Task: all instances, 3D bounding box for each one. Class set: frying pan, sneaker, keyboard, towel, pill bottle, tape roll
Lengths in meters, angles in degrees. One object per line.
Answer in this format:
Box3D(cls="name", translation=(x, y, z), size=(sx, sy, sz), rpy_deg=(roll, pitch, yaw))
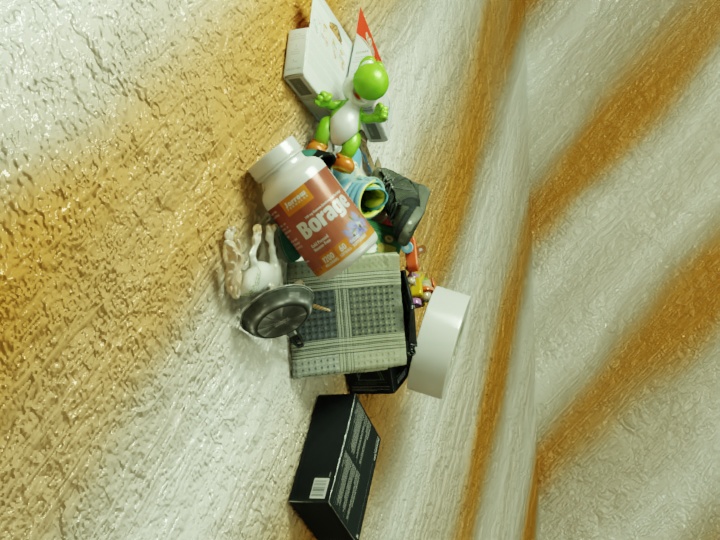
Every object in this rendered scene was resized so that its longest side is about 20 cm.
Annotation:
Box3D(cls="frying pan", translation=(-0.122, 0.084, 1.226), size=(0.191, 0.114, 0.031), rpy_deg=(104, -34, -51))
Box3D(cls="sneaker", translation=(-0.084, -0.108, 1.334), size=(0.071, 0.079, 0.202), rpy_deg=(48, 44, -57))
Box3D(cls="keyboard", translation=(0.082, 0.085, 1.474), size=(0.200, 0.020, 0.129), rpy_deg=(-92, 177, -73))
Box3D(cls="towel", translation=(-0.021, 0.072, 1.366), size=(0.035, 0.198, 0.195), rpy_deg=(178, -92, -74))
Box3D(cls="pill bottle", translation=(-0.074, -0.094, 1.246), size=(0.201, 0.112, 0.112), rpy_deg=(52, 30, -7))
Box3D(cls="sneaker", translation=(0.058, -0.115, 1.482), size=(0.200, 0.113, 0.077), rpy_deg=(-73, -171, -58))
Box3D(cls="tape roll", translation=(0.148, 0.136, 1.575), size=(0.202, 0.070, 0.205), rpy_deg=(16, 90, -80))
Box3D(cls="sneaker", translation=(0.000, -0.153, 1.476), size=(0.080, 0.129, 0.201), rpy_deg=(55, 40, -40))

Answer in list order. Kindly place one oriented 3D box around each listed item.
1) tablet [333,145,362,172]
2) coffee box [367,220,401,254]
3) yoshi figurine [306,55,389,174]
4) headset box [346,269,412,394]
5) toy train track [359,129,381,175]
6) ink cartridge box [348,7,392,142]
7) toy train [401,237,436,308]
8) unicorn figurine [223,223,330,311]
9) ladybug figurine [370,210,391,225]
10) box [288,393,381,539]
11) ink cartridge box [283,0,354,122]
Box3D(cls="tablet", translation=(-0.020, -0.179, 1.600), size=(0.130, 0.013, 0.203), rpy_deg=(2, 85, -68))
Box3D(cls="coffee box", translation=(0.000, 0.000, 1.469), size=(0.044, 0.122, 0.202), rpy_deg=(107, -2, -55))
Box3D(cls="yoshi figurine", translation=(-0.012, -0.270, 1.411), size=(0.112, 0.111, 0.202), rpy_deg=(27, 88, -54))
Box3D(cls="headset box", translation=(0.034, 0.107, 1.584), size=(0.174, 0.092, 0.202), rpy_deg=(-37, 121, -65))
Box3D(cls="toy train track", translation=(0.034, -0.208, 1.693), size=(0.201, 0.032, 0.116), rpy_deg=(63, 29, -52))
Box3D(cls="ink cartridge box", translation=(0.027, -0.373, 1.599), size=(0.163, 0.056, 0.202), rpy_deg=(59, 39, -57))
Box3D(cls="toy train", translation=(0.117, -0.001, 1.635), size=(0.200, 0.055, 0.152), rpy_deg=(33, 50, -81))
Box3D(cls="unicorn figurine", translation=(-0.139, 0.002, 1.216), size=(0.199, 0.073, 0.139), rpy_deg=(-8, 95, -52))
Box3D(cls="ladybug figurine", translation=(0.040, -0.093, 1.622), size=(0.200, 0.071, 0.137), rpy_deg=(55, 40, -60))
Box3D(cls="box", translation=(-0.038, 0.328, 1.393), size=(0.201, 0.078, 0.142), rpy_deg=(-74, 148, -40))
Box3D(cls="ink cartridge box", translation=(-0.066, -0.362, 1.470), size=(0.200, 0.043, 0.176), rpy_deg=(44, 46, -60))
